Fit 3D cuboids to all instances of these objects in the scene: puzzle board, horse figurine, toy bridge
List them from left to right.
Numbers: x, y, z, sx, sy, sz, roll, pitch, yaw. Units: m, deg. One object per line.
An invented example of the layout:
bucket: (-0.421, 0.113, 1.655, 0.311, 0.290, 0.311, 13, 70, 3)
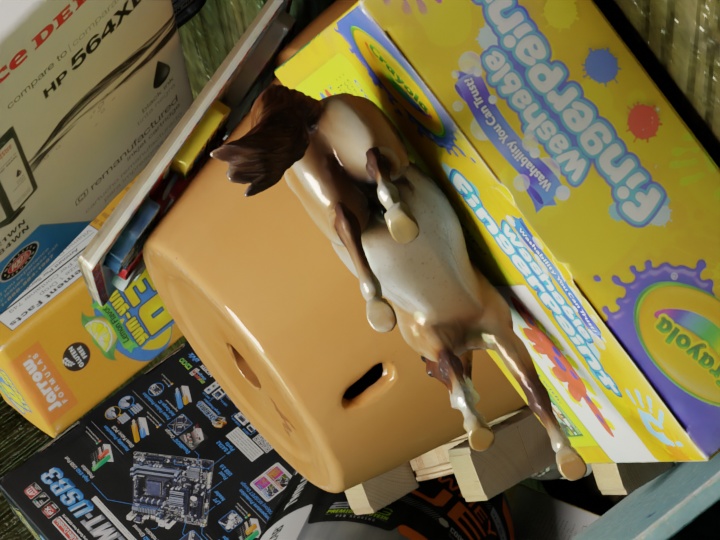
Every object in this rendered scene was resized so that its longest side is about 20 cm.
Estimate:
puzzle board: (-0.075, -0.052, 1.259, 0.017, 0.151, 0.200, 36, 174, -1)
horse figurine: (0.014, -0.004, 0.979, 0.200, 0.050, 0.133, 51, -173, -36)
toy bridge: (0.070, 0.079, 1.226, 0.200, 0.067, 0.027, -11, 102, 54)

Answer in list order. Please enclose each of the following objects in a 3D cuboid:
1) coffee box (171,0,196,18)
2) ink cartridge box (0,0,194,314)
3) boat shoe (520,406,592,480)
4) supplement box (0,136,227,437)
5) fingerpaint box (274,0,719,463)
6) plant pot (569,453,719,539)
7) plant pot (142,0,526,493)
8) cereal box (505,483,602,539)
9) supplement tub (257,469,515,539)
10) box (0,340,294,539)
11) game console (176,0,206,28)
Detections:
coffee box: (-0.102, -0.190, 1.165, 0.113, 0.080, 0.200, 46, 167, 9)
ink cartridge box: (-0.152, -0.082, 1.138, 0.084, 0.146, 0.200, 40, 166, 16)
boat shoe: (0.041, 0.054, 1.343, 0.202, 0.060, 0.072, 34, 131, 54)
supplement box: (-0.106, -0.005, 1.413, 0.069, 0.200, 0.067, 33, 158, 56)
fingerpaint box: (0.069, -0.028, 1.030, 0.200, 0.073, 0.167, 52, 168, -3)
plant pot: (0.133, 0.192, 1.175, 0.196, 0.196, 0.200, 53, 180, -5)
plant pot: (0.000, 0.000, 1.199, 0.200, 0.140, 0.200, 49, 166, 16)
cereal box: (0.086, 0.186, 1.392, 0.039, 0.144, 0.200, 23, 177, -16)
supplement tub: (0.007, 0.151, 1.352, 0.123, 0.122, 0.200, 54, -157, -12)
box: (-0.111, 0.147, 1.851, 0.200, 0.198, 0.050, 39, 162, 42)
game console: (-0.192, -0.152, 1.313, 0.173, 0.200, 0.119, 51, 168, 5)
